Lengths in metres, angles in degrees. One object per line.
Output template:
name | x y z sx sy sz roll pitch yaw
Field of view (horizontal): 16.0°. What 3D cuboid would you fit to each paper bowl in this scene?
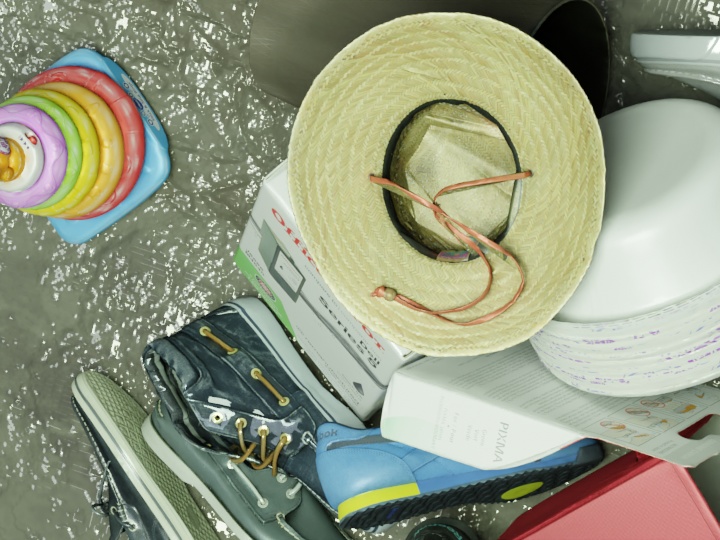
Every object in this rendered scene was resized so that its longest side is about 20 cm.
paper bowl | 0.179 -0.026 1.552 0.200 0.201 0.104 -17 124 20

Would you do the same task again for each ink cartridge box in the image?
ink cartridge box | 0.137 0.091 1.562 0.200 0.161 0.050 19 109 26
ink cartridge box | 0.000 0.000 1.646 0.084 0.200 0.146 -37 83 -15

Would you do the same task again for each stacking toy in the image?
stacking toy | -0.222 -0.079 1.716 0.110 0.200 0.116 -36 84 20

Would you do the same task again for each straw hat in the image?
straw hat | 0.056 -0.055 1.514 0.200 0.085 0.202 2 99 11

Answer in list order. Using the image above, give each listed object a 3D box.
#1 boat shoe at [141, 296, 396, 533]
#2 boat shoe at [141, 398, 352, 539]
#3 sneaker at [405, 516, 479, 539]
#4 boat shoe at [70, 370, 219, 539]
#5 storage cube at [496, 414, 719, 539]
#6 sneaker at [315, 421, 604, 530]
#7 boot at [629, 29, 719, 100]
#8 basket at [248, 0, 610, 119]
boat shoe | -0.063 0.111 1.722 0.200 0.091 0.071 50 147 24
boat shoe | -0.064 0.147 1.762 0.200 0.073 0.062 40 109 16
sneaker | 0.046 0.262 1.655 0.075 0.079 0.201 -3 87 6
boat shoe | -0.155 0.164 1.796 0.062 0.075 0.200 -29 93 15
storage cube | 0.189 0.209 1.631 0.180 0.171 0.200 -33 87 22
sneaker | 0.066 0.114 1.674 0.066 0.200 0.079 125 133 -58
boot | 0.264 -0.099 1.613 0.199 0.074 0.096 8 101 21
basket | 0.040 -0.136 1.648 0.200 0.180 0.136 22 76 23
